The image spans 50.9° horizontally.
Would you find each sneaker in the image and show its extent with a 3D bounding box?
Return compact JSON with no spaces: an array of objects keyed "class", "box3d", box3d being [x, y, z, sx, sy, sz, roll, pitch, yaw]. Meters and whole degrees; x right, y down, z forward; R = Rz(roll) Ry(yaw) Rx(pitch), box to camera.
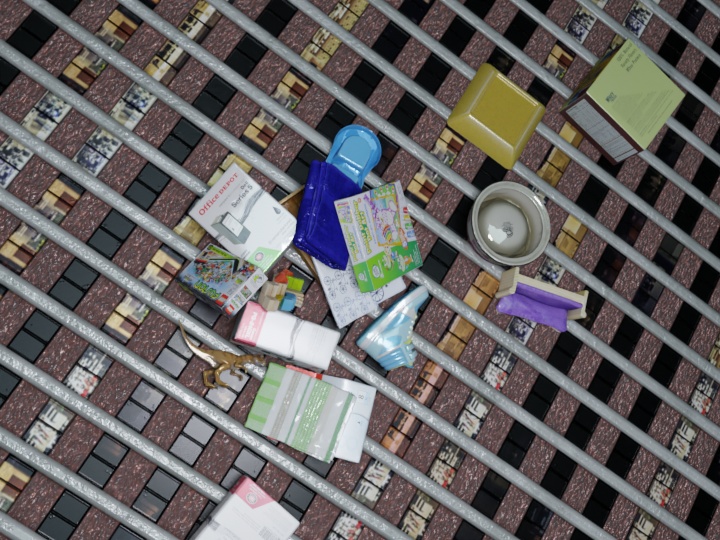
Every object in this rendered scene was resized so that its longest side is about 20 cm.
[{"class":"sneaker","box3d":[0.100,0.135,1.654,0.200,0.080,0.131,-42,91,-8]}]

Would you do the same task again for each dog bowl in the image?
[{"class":"dog bowl","box3d":[0.335,-0.101,1.754,0.198,0.074,0.202,3,77,-15]},{"class":"dog bowl","box3d":[-0.032,-0.227,1.691,0.111,0.050,0.201,29,74,-9]}]

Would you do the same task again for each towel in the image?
[{"class":"towel","box3d":[-0.061,-0.116,1.568,0.147,0.049,0.202,31,59,-35]},{"class":"towel","box3d":[-0.123,0.293,1.570,0.198,0.031,0.150,21,74,7]}]

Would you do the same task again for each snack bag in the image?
[{"class":"snack bag","box3d":[0.000,0.000,1.645,0.199,0.021,0.190,-25,102,-26]}]

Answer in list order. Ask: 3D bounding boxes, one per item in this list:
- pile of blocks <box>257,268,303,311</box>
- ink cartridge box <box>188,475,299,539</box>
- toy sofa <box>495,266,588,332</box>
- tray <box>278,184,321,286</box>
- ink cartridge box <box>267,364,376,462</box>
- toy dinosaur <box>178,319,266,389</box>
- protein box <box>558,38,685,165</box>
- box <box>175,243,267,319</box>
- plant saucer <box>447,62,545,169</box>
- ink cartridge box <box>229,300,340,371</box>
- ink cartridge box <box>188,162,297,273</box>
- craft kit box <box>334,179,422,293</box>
[{"class":"pile of blocks","box3d":[-0.150,0.035,1.537,0.081,0.200,0.063,21,102,0]},{"class":"ink cartridge box","box3d":[-0.241,0.530,1.490,0.146,0.085,0.200,43,71,-5]},{"class":"toy sofa","box3d":[0.417,0.071,1.747,0.198,0.083,0.098,18,76,-12]},{"class":"tray","box3d":[-0.103,-0.077,1.654,0.098,0.037,0.201,-36,91,-17]},{"class":"ink cartridge box","box3d":[-0.079,0.300,1.591,0.198,0.047,0.162,18,76,-13]},{"class":"toy dinosaur","box3d":[-0.296,0.185,1.554,0.198,0.060,0.107,18,64,-22]},{"class":"protein box","box3d":[0.641,-0.412,1.861,0.200,0.135,0.199,42,74,-6]},{"class":"box","box3d":[-0.281,0.017,1.513,0.110,0.199,0.035,-48,130,-17]},{"class":"plant saucer","box3d":[0.338,-0.380,1.819,0.199,0.048,0.201,34,74,-7]},{"class":"ink cartridge box","box3d":[-0.157,0.137,1.545,0.198,0.145,0.084,21,78,-11]},{"class":"ink cartridge box","box3d":[-0.235,-0.102,1.576,0.200,0.084,0.146,42,87,-1]},{"class":"craft kit box","box3d":[0.043,-0.077,1.621,0.197,0.048,0.202,-26,102,-47]}]
